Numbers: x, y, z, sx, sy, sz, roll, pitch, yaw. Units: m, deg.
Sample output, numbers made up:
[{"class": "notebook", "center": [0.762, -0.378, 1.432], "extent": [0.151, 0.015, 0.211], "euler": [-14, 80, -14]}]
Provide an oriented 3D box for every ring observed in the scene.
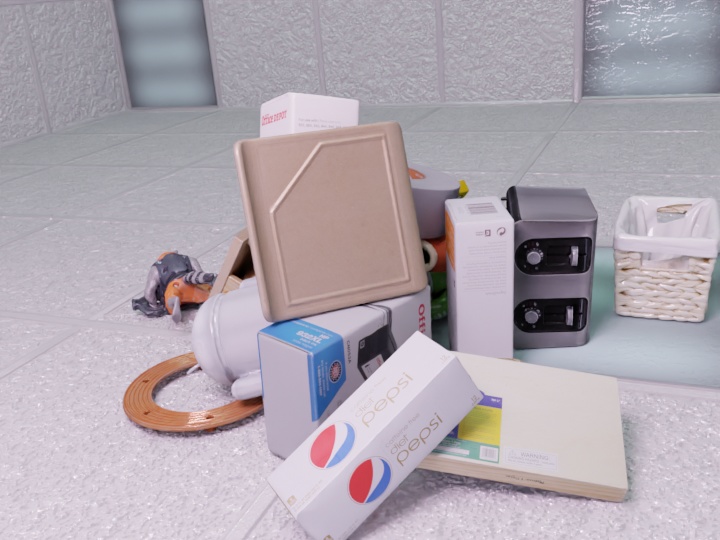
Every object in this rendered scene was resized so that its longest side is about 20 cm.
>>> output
[{"class": "ring", "center": [-0.193, 0.148, 0.954], "extent": [0.198, 0.019, 0.201], "euler": [-4, 20, 1]}]

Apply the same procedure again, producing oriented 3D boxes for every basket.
[{"class": "basket", "center": [0.439, -0.021, 1.104], "extent": [0.134, 0.125, 0.200], "euler": [5, 23, 23]}]

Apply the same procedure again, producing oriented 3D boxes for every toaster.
[{"class": "toaster", "center": [0.251, -0.011, 1.049], "extent": [0.117, 0.183, 0.200], "euler": [1, 22, 8]}]

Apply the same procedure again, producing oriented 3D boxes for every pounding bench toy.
[{"class": "pounding bench toy", "center": [-0.117, 0.049, 1.070], "extent": [0.155, 0.201, 0.124], "euler": [32, 29, 4]}]

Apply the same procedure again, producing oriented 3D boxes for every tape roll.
[{"class": "tape roll", "center": [0.031, -0.105, 1.027], "extent": [0.198, 0.067, 0.201], "euler": [11, 18, -4]}]

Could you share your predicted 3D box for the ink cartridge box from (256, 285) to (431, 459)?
[{"class": "ink cartridge box", "center": [-0.009, 0.105, 0.841], "extent": [0.083, 0.147, 0.199], "euler": [14, 27, 38]}]

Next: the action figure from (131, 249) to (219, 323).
[{"class": "action figure", "center": [-0.254, 0.014, 1.209], "extent": [0.199, 0.106, 0.193], "euler": [-18, 31, -32]}]

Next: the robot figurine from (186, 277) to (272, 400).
[{"class": "robot figurine", "center": [-0.117, 0.075, 0.922], "extent": [0.198, 0.113, 0.171], "euler": [-11, 47, 12]}]

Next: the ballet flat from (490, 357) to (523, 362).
[{"class": "ballet flat", "center": [0.111, 0.133, 0.837], "extent": [0.065, 0.071, 0.199], "euler": [39, 38, 20]}]

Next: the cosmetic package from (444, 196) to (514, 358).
[{"class": "cosmetic package", "center": [0.146, 0.020, 0.953], "extent": [0.070, 0.202, 0.102], "euler": [-4, 20, 0]}]

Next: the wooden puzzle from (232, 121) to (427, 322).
[{"class": "wooden puzzle", "center": [-0.029, -0.054, 0.811], "extent": [0.198, 0.187, 0.037], "euler": [-11, 3, -26]}]

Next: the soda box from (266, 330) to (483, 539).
[{"class": "soda box", "center": [0.014, 0.153, 0.702], "extent": [0.200, 0.064, 0.068], "euler": [-44, 32, -11]}]

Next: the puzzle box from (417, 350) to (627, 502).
[{"class": "puzzle box", "center": [0.155, 0.147, 0.755], "extent": [0.198, 0.026, 0.134], "euler": [9, 44, 6]}]

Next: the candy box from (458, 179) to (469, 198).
[{"class": "candy box", "center": [0.070, -0.088, 1.214], "extent": [0.199, 0.027, 0.102], "euler": [-17, -17, -29]}]

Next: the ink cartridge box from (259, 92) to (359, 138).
[{"class": "ink cartridge box", "center": [-0.065, -0.095, 0.894], "extent": [0.083, 0.202, 0.145], "euler": [0, 6, -22]}]

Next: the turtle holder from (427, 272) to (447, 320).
[{"class": "turtle holder", "center": [0.099, -0.009, 1.148], "extent": [0.130, 0.188, 0.141], "euler": [6, -3, 4]}]

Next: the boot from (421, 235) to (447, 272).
[{"class": "boot", "center": [0.034, -0.038, 1.043], "extent": [0.198, 0.076, 0.107], "euler": [11, 15, 28]}]
